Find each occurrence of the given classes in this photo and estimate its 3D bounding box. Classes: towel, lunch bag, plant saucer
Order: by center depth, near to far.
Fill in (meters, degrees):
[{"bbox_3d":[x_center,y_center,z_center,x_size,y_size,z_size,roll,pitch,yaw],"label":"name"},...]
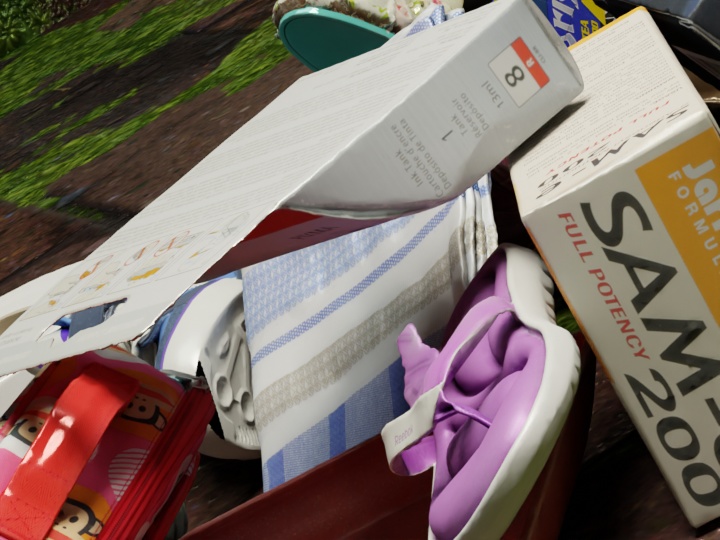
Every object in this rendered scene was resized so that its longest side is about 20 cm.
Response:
[{"bbox_3d":[-0.005,0.114,0.993,0.199,0.037,0.200,-28,14,21],"label":"plant saucer"},{"bbox_3d":[-0.124,0.110,1.023,0.177,0.082,0.200,-62,-1,30],"label":"lunch bag"},{"bbox_3d":[0.000,0.000,1.165,0.147,0.024,0.201,-38,42,32],"label":"towel"}]

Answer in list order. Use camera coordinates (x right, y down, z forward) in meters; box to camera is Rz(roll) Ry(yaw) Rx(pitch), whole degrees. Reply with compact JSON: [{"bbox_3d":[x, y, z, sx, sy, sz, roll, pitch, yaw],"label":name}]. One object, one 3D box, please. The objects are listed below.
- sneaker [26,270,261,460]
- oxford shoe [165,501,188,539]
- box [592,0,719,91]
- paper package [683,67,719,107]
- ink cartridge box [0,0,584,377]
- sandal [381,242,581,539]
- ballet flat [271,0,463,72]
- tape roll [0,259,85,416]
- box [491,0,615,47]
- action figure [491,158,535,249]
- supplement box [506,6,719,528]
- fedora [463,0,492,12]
[{"bbox_3d":[-0.098,0.046,1.307,0.145,0.081,0.200,-13,13,20],"label":"sneaker"},{"bbox_3d":[-0.145,0.115,1.226,0.199,0.073,0.084,-20,15,36],"label":"oxford shoe"},{"bbox_3d":[0.201,-0.157,1.116,0.201,0.107,0.148,-56,14,2],"label":"box"},{"bbox_3d":[0.200,-0.197,1.307,0.103,0.202,0.191,2,21,10],"label":"paper package"},{"bbox_3d":[-0.033,-0.012,1.003,0.200,0.050,0.162,-45,15,-28],"label":"ink cartridge box"},{"bbox_3d":[0.031,0.039,0.925,0.203,0.050,0.083,-88,24,-77],"label":"sandal"},{"bbox_3d":[0.048,-0.095,1.318,0.076,0.199,0.064,-32,37,52],"label":"ballet flat"},{"bbox_3d":[-0.189,0.074,1.468,0.201,0.071,0.203,-29,13,7],"label":"tape roll"},{"bbox_3d":[0.106,-0.142,1.306,0.064,0.071,0.200,18,17,6],"label":"box"},{"bbox_3d":[0.056,-0.051,1.234,0.134,0.149,0.200,-40,-3,-24],"label":"action figure"},{"bbox_3d":[0.109,-0.008,1.010,0.073,0.127,0.200,-29,13,7],"label":"supplement box"},{"bbox_3d":[0.075,-0.112,1.441,0.091,0.176,0.201,104,-168,-56],"label":"fedora"}]
